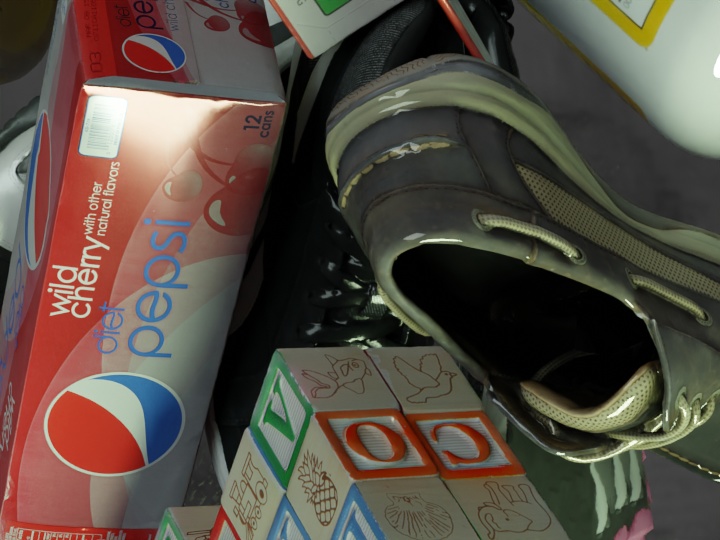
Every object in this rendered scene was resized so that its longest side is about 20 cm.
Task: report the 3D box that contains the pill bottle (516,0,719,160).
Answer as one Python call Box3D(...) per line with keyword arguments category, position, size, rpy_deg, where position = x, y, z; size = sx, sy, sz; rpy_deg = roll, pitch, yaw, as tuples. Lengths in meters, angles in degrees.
Box3D(category="pill bottle", position=(0.099, -0.105, 0.720), size=(0.104, 0.104, 0.200), rpy_deg=(-50, 64, 13))

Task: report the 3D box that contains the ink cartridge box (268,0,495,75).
Box3D(category="ink cartridge box", position=(-0.029, -0.127, 0.696), size=(0.050, 0.109, 0.200), rpy_deg=(-32, 38, 5))

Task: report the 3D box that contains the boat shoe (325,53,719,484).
Box3D(category="boat shoe", position=(0.064, 0.021, 0.671), size=(0.074, 0.200, 0.074), rpy_deg=(-33, 38, 34))

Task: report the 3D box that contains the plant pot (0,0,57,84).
Box3D(category="plant pot", position=(-0.213, -0.129, 0.851), size=(0.188, 0.201, 0.202), rpy_deg=(-2, 81, 13))

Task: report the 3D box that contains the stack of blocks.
Box3D(category="stack of blocks", position=(-0.018, 0.119, 0.709), size=(0.115, 0.058, 0.201), rpy_deg=(56, 136, 44))

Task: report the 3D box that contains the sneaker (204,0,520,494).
Box3D(category="sneaker", position=(0.000, 0.000, 0.739), size=(0.073, 0.112, 0.201), rpy_deg=(8, 94, -15))

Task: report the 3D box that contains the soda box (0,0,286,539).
Box3D(category="soda box", position=(-0.077, 0.003, 0.756), size=(0.070, 0.063, 0.201), rpy_deg=(-105, 25, -49))

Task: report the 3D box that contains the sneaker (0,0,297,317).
Box3D(category="sneaker", position=(-0.070, -0.029, 0.815), size=(0.200, 0.074, 0.089), rpy_deg=(-48, 68, 9))

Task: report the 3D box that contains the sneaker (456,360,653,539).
Box3D(category="sneaker", position=(0.035, 0.115, 0.739), size=(0.086, 0.080, 0.201), rpy_deg=(-8, 72, 37))
